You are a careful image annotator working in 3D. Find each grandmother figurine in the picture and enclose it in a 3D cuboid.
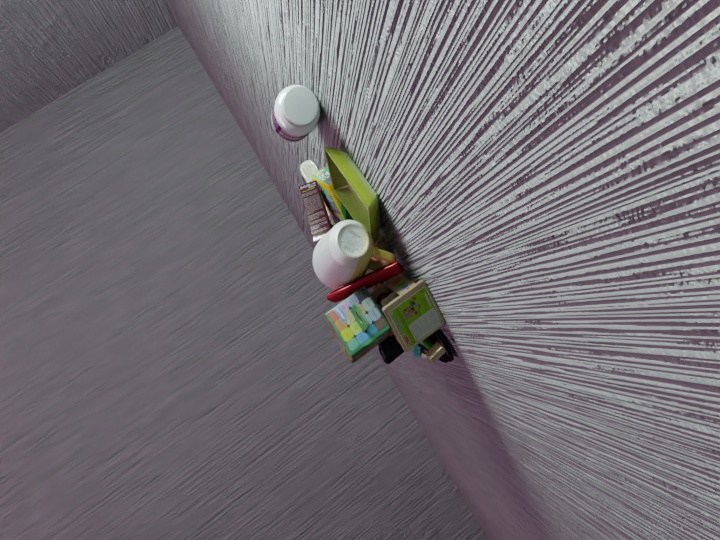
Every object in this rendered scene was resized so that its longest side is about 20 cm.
[{"bbox_3d":[0.069,-0.004,1.456,0.123,0.059,0.204,-118,6,-47],"label":"grandmother figurine"}]

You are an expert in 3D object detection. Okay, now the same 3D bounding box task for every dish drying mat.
[{"bbox_3d":[0.012,0.029,1.296,0.019,0.195,0.077,68,-166,19],"label":"dish drying mat"}]

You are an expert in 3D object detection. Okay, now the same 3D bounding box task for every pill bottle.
[{"bbox_3d":[-0.155,-0.375,1.261,0.115,0.110,0.200,59,173,-13],"label":"pill bottle"}]

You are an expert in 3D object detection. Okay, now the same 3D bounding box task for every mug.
[{"bbox_3d":[-0.019,-0.052,1.286,0.154,0.181,0.153,67,160,11],"label":"mug"}]

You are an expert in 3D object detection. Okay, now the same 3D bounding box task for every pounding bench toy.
[{"bbox_3d":[0.126,0.127,1.340,0.204,0.122,0.156,60,171,-17],"label":"pounding bench toy"}]

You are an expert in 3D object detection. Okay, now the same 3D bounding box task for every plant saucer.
[{"bbox_3d":[-0.009,-0.186,1.290,0.202,0.047,0.201,56,172,20],"label":"plant saucer"}]

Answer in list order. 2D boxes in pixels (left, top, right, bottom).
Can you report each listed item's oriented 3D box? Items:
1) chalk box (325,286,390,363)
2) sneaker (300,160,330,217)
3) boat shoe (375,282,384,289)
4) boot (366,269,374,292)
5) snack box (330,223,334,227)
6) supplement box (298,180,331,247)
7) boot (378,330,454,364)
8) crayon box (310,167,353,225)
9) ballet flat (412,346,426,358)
[{"bbox_3d":[-0.007,0.134,1.303,0.127,0.122,0.201,55,172,13],"label":"chalk box"},{"bbox_3d":[-0.134,-0.257,1.725,0.085,0.073,0.206,93,154,-74],"label":"sneaker"},{"bbox_3d":[0.000,0.000,1.538,0.201,0.072,0.075,50,133,-8],"label":"boat shoe"},{"bbox_3d":[-0.014,-0.032,1.466,0.090,0.071,0.207,32,140,53],"label":"boot"},{"bbox_3d":[-0.041,-0.047,1.613,0.196,0.037,0.118,33,138,9],"label":"snack box"},{"bbox_3d":[-0.117,-0.140,1.497,0.110,0.059,0.205,73,179,-58],"label":"supplement box"},{"bbox_3d":[0.134,0.201,1.412,0.202,0.166,0.077,53,174,26],"label":"boot"},{"bbox_3d":[-0.061,-0.198,1.530,0.176,0.057,0.200,63,170,-24],"label":"crayon box"},{"bbox_3d":[0.187,0.221,1.543,0.070,0.068,0.202,37,165,25],"label":"ballet flat"}]
